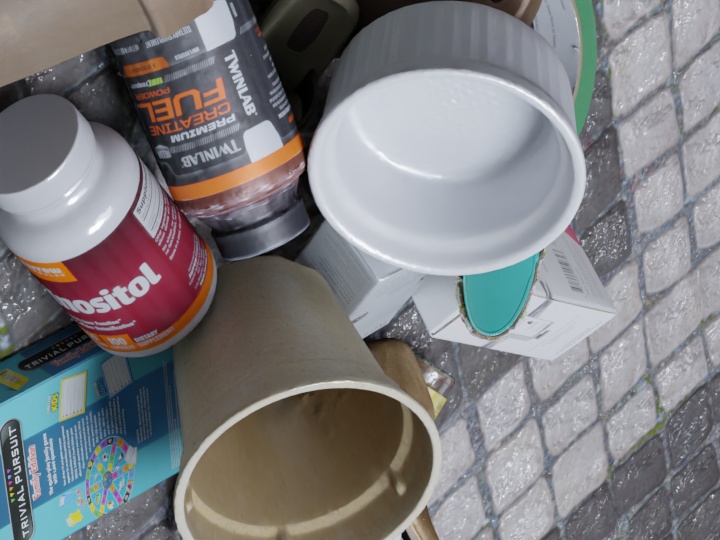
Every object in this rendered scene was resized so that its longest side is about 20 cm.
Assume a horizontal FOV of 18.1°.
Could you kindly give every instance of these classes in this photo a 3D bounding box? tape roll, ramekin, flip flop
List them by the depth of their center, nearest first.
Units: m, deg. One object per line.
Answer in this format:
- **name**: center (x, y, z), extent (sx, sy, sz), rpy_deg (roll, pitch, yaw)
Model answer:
- **ramekin**: center (0.064, -0.100, 1.639), extent (0.098, 0.199, 0.201), rpy_deg (-85, 163, -45)
- **flip flop**: center (-0.061, -0.135, 1.687), extent (0.081, 0.058, 0.200), rpy_deg (17, 135, -24)
- **tape roll**: center (0.129, -0.180, 1.893), extent (0.200, 0.048, 0.202), rpy_deg (-10, 102, -54)

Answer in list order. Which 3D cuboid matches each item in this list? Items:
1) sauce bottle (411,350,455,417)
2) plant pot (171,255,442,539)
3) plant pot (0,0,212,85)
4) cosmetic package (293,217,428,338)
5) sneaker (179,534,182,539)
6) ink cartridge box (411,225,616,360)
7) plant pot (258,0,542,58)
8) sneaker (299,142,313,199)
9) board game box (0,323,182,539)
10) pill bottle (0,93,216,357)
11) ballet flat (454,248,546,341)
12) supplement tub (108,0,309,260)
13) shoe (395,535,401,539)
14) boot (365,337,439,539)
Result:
- **sauce bottle**: center (0.010, 0.166, 2.003), extent (0.201, 0.065, 0.065), rpy_deg (-59, 142, -5)
- **plant pot**: center (-0.061, 0.096, 1.681), extent (0.199, 0.184, 0.201), rpy_deg (-11, 132, -12)
- **plant pot**: center (-0.217, -0.203, 1.430), extent (0.174, 0.200, 0.201), rpy_deg (-35, 138, -6)
- **cosmetic package**: center (0.000, 0.000, 1.801), extent (0.101, 0.074, 0.200), rpy_deg (-31, 168, -27)
- **sneaker**: center (-0.086, 0.178, 1.914), extent (0.200, 0.076, 0.092), rpy_deg (-26, 158, -48)
- **ink cartridge box**: center (0.112, -0.013, 1.929), extent (0.083, 0.147, 0.199), rpy_deg (-38, 152, 25)
- **plant pot**: center (0.046, -0.238, 1.711), extent (0.200, 0.174, 0.201), rpy_deg (-28, 132, -37)
- **sneaker**: center (0.033, -0.128, 1.791), extent (0.106, 0.200, 0.075), rpy_deg (-38, 92, -37)
- **board game box**: center (-0.217, 0.120, 1.732), extent (0.199, 0.047, 0.152), rpy_deg (-28, 131, -35)
- **pill bottle**: center (-0.192, -0.033, 1.615), extent (0.113, 0.113, 0.200), rpy_deg (-51, 140, -13)
- **ballet flat**: center (0.109, -0.044, 1.788), extent (0.075, 0.064, 0.202), rpy_deg (5, 88, -6)
- **supplement tub**: center (-0.103, -0.112, 1.616), extent (0.107, 0.107, 0.201), rpy_deg (-32, 107, -32)
- **shoe**: center (-0.055, 0.159, 1.828), extent (0.091, 0.201, 0.072), rpy_deg (-20, 158, -47)
- **boot**: center (0.040, 0.155, 1.943), extent (0.075, 0.074, 0.201), rpy_deg (-19, 89, -12)
